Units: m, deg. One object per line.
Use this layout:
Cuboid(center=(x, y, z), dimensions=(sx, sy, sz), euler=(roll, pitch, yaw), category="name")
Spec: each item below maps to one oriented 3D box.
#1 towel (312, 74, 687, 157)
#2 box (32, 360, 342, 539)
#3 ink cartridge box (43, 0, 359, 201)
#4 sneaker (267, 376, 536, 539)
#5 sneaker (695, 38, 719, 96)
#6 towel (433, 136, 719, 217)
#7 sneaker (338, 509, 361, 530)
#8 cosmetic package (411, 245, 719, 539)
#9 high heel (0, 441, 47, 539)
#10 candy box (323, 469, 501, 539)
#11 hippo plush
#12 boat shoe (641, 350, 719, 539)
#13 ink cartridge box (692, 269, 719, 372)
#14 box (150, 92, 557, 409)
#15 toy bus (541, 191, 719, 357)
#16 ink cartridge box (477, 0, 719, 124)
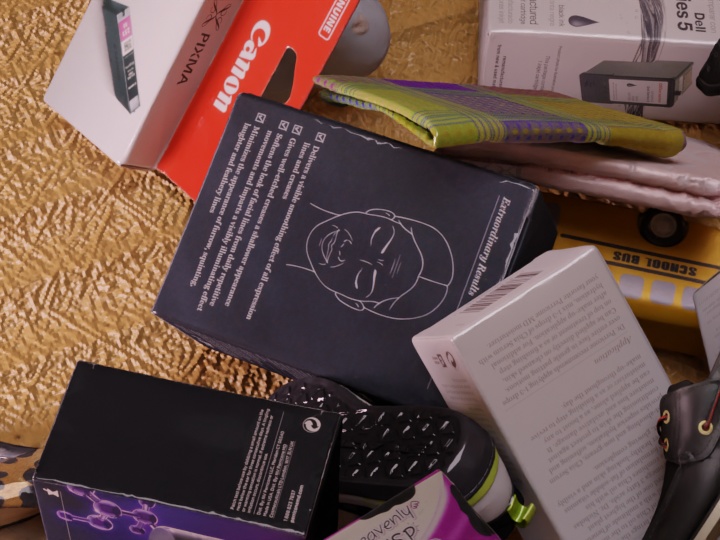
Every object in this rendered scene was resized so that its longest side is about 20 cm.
Cuboid(center=(0.087, -0.093, 1.060), dimensions=(0.199, 0.023, 0.143), euler=(-1, 17, -35), category="towel")
Cuboid(center=(-0.087, 0.145, 0.924), dimensions=(0.141, 0.200, 0.079), euler=(13, 53, 8), category="box")
Cuboid(center=(-0.109, -0.154, 1.165), dimensions=(0.173, 0.200, 0.043), euler=(39, 18, 31), category="ink cartridge box")
Cuboid(center=(0.012, 0.117, 0.965), dimensions=(0.200, 0.083, 0.072), euler=(9, 60, 50), category="sneaker")
Cuboid(center=(0.307, -0.089, 1.188), dimensions=(0.200, 0.099, 0.070), euler=(44, 20, -13), category="sneaker")
Cuboid(center=(0.150, -0.074, 1.140), dimensions=(0.190, 0.032, 0.200), euler=(11, 13, 8), category="towel")
Cuboid(center=(0.063, 0.163, 1.000), dimensions=(0.200, 0.075, 0.088), euler=(37, 54, 26), category="sneaker")
Cuboid(center=(0.125, 0.098, 0.957), dimensions=(0.101, 0.071, 0.200), euler=(-31, 96, -16), category="cosmetic package")
Cuboid(center=(-0.234, 0.168, 0.979), dimensions=(0.142, 0.072, 0.200), euler=(14, 44, 16), category="high heel")
Cuboid(center=(-0.004, 0.202, 0.883), dimensions=(0.136, 0.200, 0.061), euler=(-28, 59, -24), category="candy box")
Cuboid(center=(-0.060, -0.205, 1.221), dimensions=(0.199, 0.160, 0.161), euler=(-10, 53, -11), category="hippo plush")
Cuboid(center=(0.187, 0.082, 0.909), dimensions=(0.063, 0.074, 0.202), euler=(28, 86, 14), category="boat shoe")
Cuboid(center=(0.294, 0.109, 1.006), dimensions=(0.197, 0.047, 0.200), euler=(21, 42, -26), category="ink cartridge box")
Cuboid(center=(0.000, 0.000, 1.058), dimensions=(0.199, 0.107, 0.149), euler=(20, 82, 17), category="box")
Cuboid(center=(0.151, -0.002, 1.127), dimensions=(0.199, 0.065, 0.079), euler=(11, 68, 6), category="toy bus")
Cuboid(center=(0.188, -0.189, 1.265), dimensions=(0.199, 0.084, 0.146), euler=(4, 52, 0), category="ink cartridge box")
